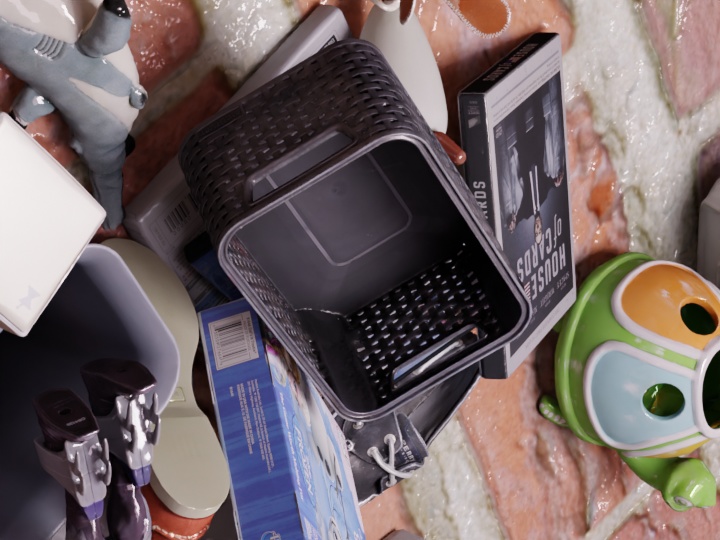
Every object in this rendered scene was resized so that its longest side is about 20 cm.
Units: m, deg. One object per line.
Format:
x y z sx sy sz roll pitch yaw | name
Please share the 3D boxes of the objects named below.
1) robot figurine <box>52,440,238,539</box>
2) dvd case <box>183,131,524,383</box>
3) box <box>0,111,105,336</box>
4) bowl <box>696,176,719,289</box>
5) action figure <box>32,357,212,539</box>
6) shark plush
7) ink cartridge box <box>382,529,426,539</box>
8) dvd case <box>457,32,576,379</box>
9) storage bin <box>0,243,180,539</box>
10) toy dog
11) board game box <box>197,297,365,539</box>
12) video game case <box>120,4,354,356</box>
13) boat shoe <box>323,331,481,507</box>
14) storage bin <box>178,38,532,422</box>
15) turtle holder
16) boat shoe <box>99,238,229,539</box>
-0.149 0.165 1.456 0.200 0.113 0.170 -21 84 -39 | robot figurine
0.000 0.000 1.534 0.142 0.018 0.200 -35 135 10 | dvd case
-0.232 -0.044 1.229 0.078 0.200 0.095 -57 136 -15 | box
0.308 0.017 1.835 0.074 0.200 0.201 -3 106 -11 | bowl
-0.134 0.152 1.303 0.130 0.069 0.201 -27 123 -38 | action figure
-0.174 -0.108 1.396 0.083 0.091 0.200 -29 147 -13 | shark plush
0.066 0.302 1.705 0.085 0.144 0.201 -35 127 -32 | ink cartridge box
0.109 -0.046 1.663 0.150 0.025 0.201 -42 130 -58 | dvd case
-0.216 0.075 1.338 0.200 0.134 0.146 -49 133 -21 | storage bin
0.038 -0.140 1.521 0.132 0.096 0.201 -22 117 -45 | toy dog
-0.035 0.148 1.471 0.043 0.201 0.199 -17 148 6 | board game box
-0.047 -0.037 1.555 0.200 0.022 0.183 -48 133 -23 | video game case
0.014 0.113 1.638 0.200 0.068 0.072 -47 133 -24 | boat shoe
-0.002 -0.021 1.435 0.135 0.094 0.200 -30 134 6 | storage bin
0.214 0.085 1.787 0.141 0.131 0.186 2 103 -47 | turtle holder
-0.127 0.072 1.421 0.071 0.201 0.063 1 143 -30 | boat shoe
